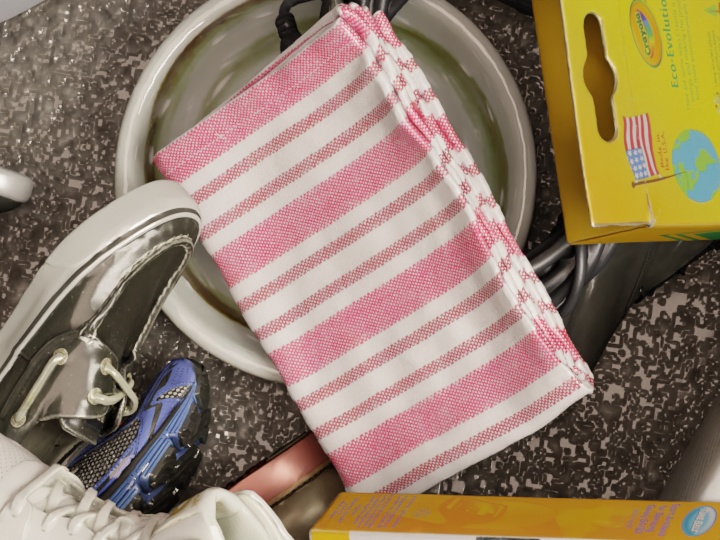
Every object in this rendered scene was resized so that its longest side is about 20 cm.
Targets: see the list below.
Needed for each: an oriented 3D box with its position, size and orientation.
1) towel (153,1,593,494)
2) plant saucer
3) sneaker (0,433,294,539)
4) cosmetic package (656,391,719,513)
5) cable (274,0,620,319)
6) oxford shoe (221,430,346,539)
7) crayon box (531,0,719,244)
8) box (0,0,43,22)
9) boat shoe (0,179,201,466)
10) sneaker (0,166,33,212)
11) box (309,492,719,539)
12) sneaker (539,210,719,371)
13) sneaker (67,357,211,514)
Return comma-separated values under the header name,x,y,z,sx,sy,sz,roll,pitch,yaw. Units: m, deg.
name,x,y,z,sx,sy,sz,roll,pitch,yaw
towel,0.000,0.000,1.037,0.146,0.030,0.201,-35,82,37
plant saucer,-0.016,-0.043,1.121,0.199,0.050,0.202,0,85,2
sneaker,-0.095,0.107,0.960,0.200,0.074,0.116,42,126,4
cosmetic package,0.212,0.124,1.001,0.164,0.165,0.201,28,119,4
cable,0.060,-0.071,1.070,0.162,0.051,0.201,-24,76,-3
oxford shoe,-0.079,0.161,1.093,0.200,0.070,0.075,-37,90,-1
crayon box,0.141,-0.078,1.018,0.051,0.199,0.128,-13,82,46
box,-0.216,-0.162,1.077,0.199,0.176,0.097,-26,84,-1
boat shoe,-0.131,0.051,1.054,0.064,0.071,0.200,41,93,27
sneaker,-0.255,-0.016,1.120,0.199,0.071,0.100,5,86,8
box,0.084,0.152,0.943,0.199,0.041,0.120,-1,111,20
sneaker,0.142,-0.028,1.106,0.090,0.076,0.201,25,87,-2
sneaker,-0.148,0.111,1.100,0.078,0.075,0.200,44,85,9
